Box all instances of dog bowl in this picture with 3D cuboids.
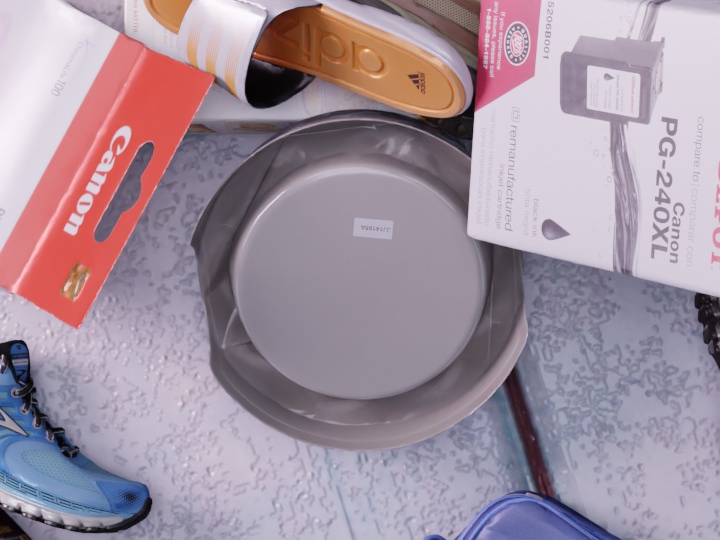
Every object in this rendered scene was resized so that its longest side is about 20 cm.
[{"bbox_3d":[0.000,0.000,1.530,0.199,0.059,0.201,0,112,0],"label":"dog bowl"}]

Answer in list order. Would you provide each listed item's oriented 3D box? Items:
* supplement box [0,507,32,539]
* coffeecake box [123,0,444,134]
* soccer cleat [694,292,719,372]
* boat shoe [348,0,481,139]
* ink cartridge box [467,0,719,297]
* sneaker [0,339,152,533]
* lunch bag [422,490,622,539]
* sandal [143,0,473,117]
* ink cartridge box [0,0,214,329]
[{"bbox_3d":[-0.178,0.232,1.528,0.086,0.110,0.200,-44,86,-1],"label":"supplement box"},{"bbox_3d":[-0.036,-0.159,1.565,0.199,0.073,0.155,0,87,1],"label":"coffeecake box"},{"bbox_3d":[0.243,0.072,1.553,0.073,0.068,0.201,-10,85,-7],"label":"soccer cleat"},{"bbox_3d":[0.011,-0.156,1.498,0.200,0.076,0.074,38,65,-2],"label":"boat shoe"},{"bbox_3d":[0.157,-0.074,1.405,0.199,0.083,0.146,14,105,44],"label":"ink cartridge box"},{"bbox_3d":[-0.206,0.086,1.555,0.199,0.078,0.090,28,85,2],"label":"sneaker"},{"bbox_3d":[0.115,0.210,1.512,0.199,0.132,0.136,32,88,2],"label":"lunch bag"},{"bbox_3d":[-0.040,-0.120,1.459,0.206,0.079,0.059,20,52,21],"label":"sandal"},{"bbox_3d":[-0.188,-0.074,1.517,0.057,0.200,0.163,30,87,-37],"label":"ink cartridge box"}]
